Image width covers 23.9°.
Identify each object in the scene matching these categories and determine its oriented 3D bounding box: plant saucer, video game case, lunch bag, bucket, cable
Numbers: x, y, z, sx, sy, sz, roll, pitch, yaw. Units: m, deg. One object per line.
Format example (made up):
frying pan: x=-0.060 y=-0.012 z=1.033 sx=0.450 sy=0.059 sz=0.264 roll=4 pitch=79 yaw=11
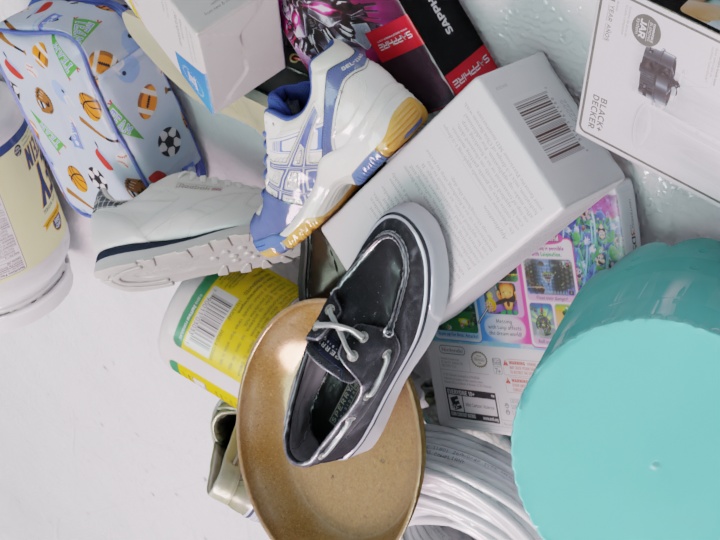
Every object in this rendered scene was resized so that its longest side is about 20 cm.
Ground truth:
plant saucer: x=-0.015 y=0.120 z=1.229 sx=0.199 sy=0.035 sz=0.202 roll=2 pitch=93 yaw=48
video game case: x=0.116 y=0.028 z=1.174 sx=0.199 sy=0.024 sz=0.184 roll=3 pitch=106 yaw=47
lunch bag: x=-0.220 y=-0.135 z=1.398 sx=0.160 sy=0.075 sz=0.201 roll=11 pitch=131 yaw=45
bucket: x=0.193 y=0.094 z=1.031 sx=0.205 sy=0.135 sz=0.209 roll=6 pitch=108 yaw=19
cable: x=0.077 y=0.202 z=1.283 sx=0.198 sy=0.069 sz=0.201 roll=17 pitch=137 yaw=20

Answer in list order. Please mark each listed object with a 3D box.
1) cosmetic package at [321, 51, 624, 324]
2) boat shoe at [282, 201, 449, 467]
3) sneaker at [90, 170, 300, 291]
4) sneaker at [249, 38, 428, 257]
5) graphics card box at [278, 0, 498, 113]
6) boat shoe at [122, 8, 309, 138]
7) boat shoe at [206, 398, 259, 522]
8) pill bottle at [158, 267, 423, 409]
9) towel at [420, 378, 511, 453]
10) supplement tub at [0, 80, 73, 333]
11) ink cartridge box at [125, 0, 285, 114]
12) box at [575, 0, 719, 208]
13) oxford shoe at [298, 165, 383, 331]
cosmetic package: x=0.070 y=-0.043 z=1.122 sx=0.102 sy=0.071 sz=0.200 roll=58 pitch=138 yaw=8
boat shoe: x=-0.004 y=0.047 z=1.126 sx=0.072 sy=0.068 sz=0.201 roll=42 pitch=125 yaw=27
sneaker: x=-0.115 y=-0.042 z=1.322 sx=0.198 sy=0.081 sz=0.077 roll=-8 pitch=156 yaw=5
sneaker: x=-0.032 y=-0.084 z=1.155 sx=0.088 sy=0.075 sz=0.200 roll=45 pitch=138 yaw=-1
graphics card box: x=-0.007 y=-0.190 z=1.125 sx=0.125 sy=0.051 sz=0.201 roll=-13 pitch=112 yaw=53
boat shoe: x=-0.090 y=-0.151 z=1.249 sx=0.201 sy=0.063 sz=0.074 roll=31 pitch=162 yaw=25
boat shoe: x=-0.093 y=0.129 z=1.422 sx=0.062 sy=0.200 sz=0.072 roll=26 pitch=114 yaw=-18
pill bottle: x=-0.054 y=0.074 z=1.370 sx=0.199 sy=0.113 sz=0.113 roll=29 pitch=141 yaw=17
towel: x=0.145 y=0.150 z=1.284 sx=0.201 sy=0.048 sz=0.171 roll=54 pitch=146 yaw=-7
supplement tub: x=-0.350 y=-0.057 z=1.553 sx=0.144 sy=0.145 sz=0.201 roll=17 pitch=135 yaw=38
ink cartridge box: x=-0.136 y=-0.220 z=1.169 sx=0.200 sy=0.067 sz=0.116 roll=51 pitch=167 yaw=18
box: x=0.224 y=-0.091 z=0.952 sx=0.199 sy=0.060 sz=0.117 roll=31 pitch=142 yaw=26
oxford shoe: x=0.000 y=0.000 z=1.258 sx=0.084 sy=0.072 sz=0.202 roll=3 pitch=113 yaw=40
